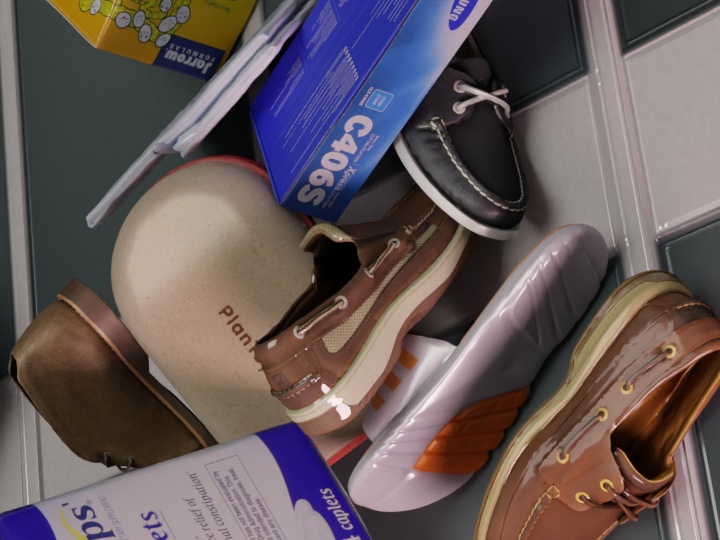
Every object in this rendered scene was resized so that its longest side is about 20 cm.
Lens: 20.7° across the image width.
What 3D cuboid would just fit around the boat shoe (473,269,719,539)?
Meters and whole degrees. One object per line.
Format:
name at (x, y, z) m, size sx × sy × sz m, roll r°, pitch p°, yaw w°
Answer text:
boat shoe at (0.126, 0.099, 1.032) m, size 0.068 × 0.072 × 0.201 m, roll 43°, pitch 109°, yaw 45°

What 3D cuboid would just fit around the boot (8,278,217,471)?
boot at (-0.142, 0.101, 1.231) m, size 0.075 × 0.200 × 0.074 m, roll -45°, pitch 25°, yaw -14°

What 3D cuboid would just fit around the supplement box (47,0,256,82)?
supplement box at (-0.122, -0.249, 1.353) m, size 0.110 × 0.108 × 0.201 m, roll 44°, pitch 112°, yaw 43°

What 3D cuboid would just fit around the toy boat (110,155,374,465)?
toy boat at (-0.058, 0.021, 1.214) m, size 0.130 × 0.131 × 0.200 m, roll -37°, pitch 93°, yaw 15°

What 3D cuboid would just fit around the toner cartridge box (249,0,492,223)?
toner cartridge box at (0.009, -0.133, 1.136) m, size 0.200 × 0.043 × 0.095 m, roll -54°, pitch 36°, yaw 30°

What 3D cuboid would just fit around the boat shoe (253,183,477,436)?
boat shoe at (0.004, -0.002, 1.112) m, size 0.075 × 0.075 × 0.203 m, roll -26°, pitch 23°, yaw 42°

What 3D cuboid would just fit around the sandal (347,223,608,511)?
sandal at (0.062, 0.048, 1.116) m, size 0.207 × 0.079 × 0.059 m, roll -52°, pitch 46°, yaw 12°

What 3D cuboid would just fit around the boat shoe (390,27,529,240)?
boat shoe at (0.053, -0.104, 1.158) m, size 0.060 × 0.075 × 0.201 m, roll -53°, pitch 48°, yaw 31°

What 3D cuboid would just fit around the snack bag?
snack bag at (-0.088, -0.117, 1.267) m, size 0.200 × 0.021 × 0.189 m, roll -42°, pitch 9°, yaw 31°

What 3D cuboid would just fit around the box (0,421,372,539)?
box at (-0.118, 0.198, 1.124) m, size 0.105 × 0.199 × 0.184 m, roll 57°, pitch 144°, yaw 27°
